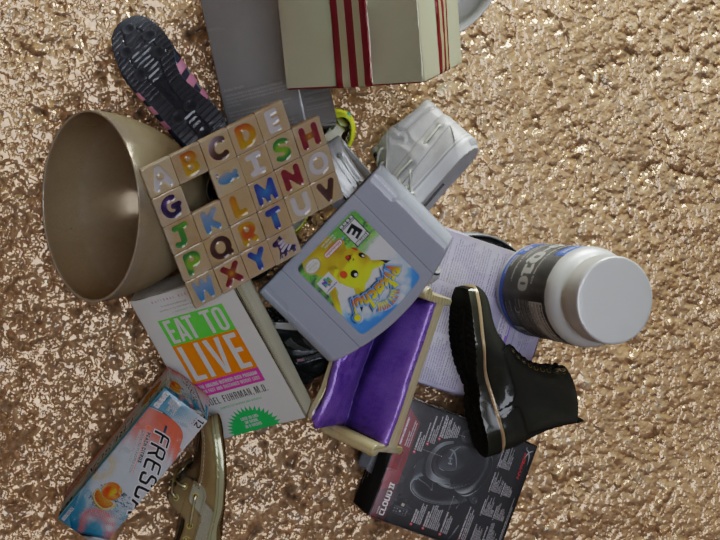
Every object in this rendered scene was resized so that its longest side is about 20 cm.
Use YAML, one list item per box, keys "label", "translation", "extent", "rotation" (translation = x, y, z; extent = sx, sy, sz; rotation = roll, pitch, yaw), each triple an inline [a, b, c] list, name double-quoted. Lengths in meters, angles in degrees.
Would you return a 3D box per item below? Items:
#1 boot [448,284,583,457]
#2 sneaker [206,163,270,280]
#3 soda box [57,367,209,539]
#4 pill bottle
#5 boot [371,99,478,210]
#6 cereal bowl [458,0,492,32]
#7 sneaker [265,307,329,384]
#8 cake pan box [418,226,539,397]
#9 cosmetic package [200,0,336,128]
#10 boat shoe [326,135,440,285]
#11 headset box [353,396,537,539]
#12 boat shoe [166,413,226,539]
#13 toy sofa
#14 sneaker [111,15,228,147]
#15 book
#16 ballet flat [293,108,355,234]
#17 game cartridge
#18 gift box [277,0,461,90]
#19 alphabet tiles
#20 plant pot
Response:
- label: "boot"
  translation: [0.185, 0.104, 1.483]
  extent: [0.136, 0.077, 0.203]
  rotation: [-13, 103, -17]
- label: "sneaker"
  translation: [-0.136, -0.061, 1.392]
  extent: [0.074, 0.106, 0.202]
  rotation: [14, 123, 14]
- label: "soda box"
  translation: [-0.252, 0.209, 1.404]
  extent: [0.063, 0.068, 0.201]
  rotation: [37, 101, -14]
- label: "pill bottle"
  translation: [0.244, 0.028, 1.442]
  extent: [0.112, 0.200, 0.116]
  rotation: [-1, 92, -18]
- label: "boot"
  translation: [0.044, -0.107, 1.503]
  extent: [0.200, 0.074, 0.096]
  rotation: [-46, 74, 4]
- label: "cereal bowl"
  translation: [0.068, -0.368, 1.463]
  extent: [0.197, 0.083, 0.203]
  rotation: [0, 102, 1]
- label: "sneaker"
  translation: [-0.082, 0.092, 1.471]
  extent: [0.197, 0.076, 0.089]
  rotation: [1, 99, -16]
- label: "cake pan box"
  translation: [0.133, 0.054, 1.540]
  extent: [0.182, 0.052, 0.203]
  rotation: [16, 89, -18]
- label: "cosmetic package"
  translation: [-0.106, -0.251, 1.413]
  extent: [0.105, 0.090, 0.203]
  rotation: [-7, 96, 26]
- label: "boat shoe"
  translation: [0.033, -0.076, 1.416]
  extent: [0.202, 0.075, 0.086]
  rotation: [44, 103, -8]
- label: "headset box"
  translation: [0.094, 0.245, 1.527]
  extent: [0.198, 0.077, 0.151]
  rotation: [21, 87, -15]
- label: "boat shoe"
  translation: [-0.189, 0.260, 1.437]
  extent: [0.065, 0.074, 0.203]
  rotation: [3, 106, -9]
- label: "toy sofa"
  translation: [0.022, 0.106, 1.444]
  extent: [0.097, 0.082, 0.203]
  rotation: [17, 92, -55]
- label: "sneaker"
  translation: [-0.212, -0.195, 1.411]
  extent: [0.070, 0.082, 0.201]
  rotation: [-33, 73, -5]
- label: "book"
  translation: [-0.156, 0.092, 1.415]
  extent: [0.132, 0.048, 0.202]
  rotation: [-17, 116, 21]
- label: "ballet flat"
  translation: [-0.068, -0.104, 1.463]
  extent: [0.066, 0.067, 0.201]
  rotation: [35, 84, -13]
- label: "game cartridge"
  translation: [0.000, 0.000, 1.382]
  extent: [0.133, 0.041, 0.200]
  rotation: [43, 104, -8]
- label: "gift box"
  translation: [0.007, -0.304, 1.351]
  extent: [0.182, 0.200, 0.190]
  rotation: [-1, 107, 15]
- label: "alphabet tiles"
  translation: [-0.114, -0.075, 1.309]
  extent: [0.198, 0.008, 0.169]
  rotation: [-29, 121, -17]
- label: "plant pot"
  translation: [-0.241, -0.071, 1.369]
  extent: [0.133, 0.199, 0.204]
  rotation: [-4, 96, -43]
